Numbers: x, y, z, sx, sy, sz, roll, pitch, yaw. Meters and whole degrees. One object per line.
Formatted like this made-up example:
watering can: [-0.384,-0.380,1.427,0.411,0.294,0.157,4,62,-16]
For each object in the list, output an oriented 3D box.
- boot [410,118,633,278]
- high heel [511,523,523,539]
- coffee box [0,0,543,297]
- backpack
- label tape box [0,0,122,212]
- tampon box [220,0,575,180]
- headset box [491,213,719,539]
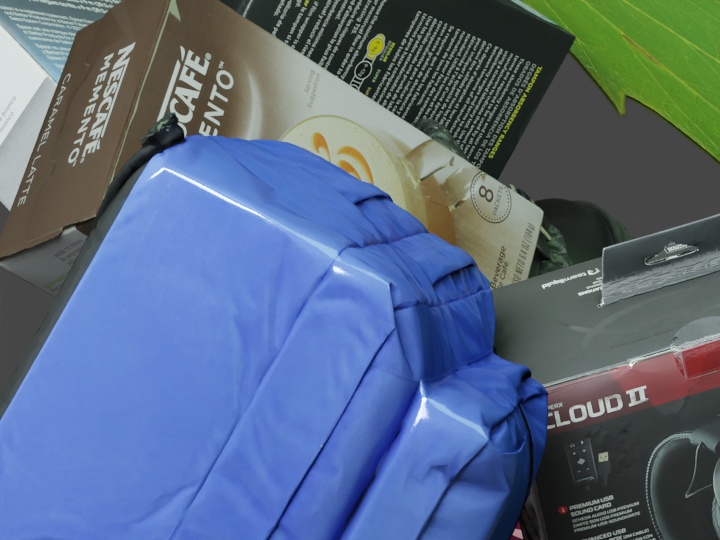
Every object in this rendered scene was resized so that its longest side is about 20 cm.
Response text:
boot: [0.063,-0.016,1.212,0.158,0.079,0.211,35,13,-17]
high heel: [0.144,0.123,1.046,0.200,0.096,0.067,26,21,-29]
coffee box: [-0.033,-0.014,0.984,0.200,0.080,0.115,30,61,-29]
backpack: [-0.027,0.053,0.816,0.168,0.163,0.200,36,9,3]
label tape box: [-0.139,-0.091,1.103,0.200,0.063,0.144,46,21,25]
tampon box: [-0.021,-0.127,1.271,0.200,0.126,0.150,20,14,-40]
headset box: [0.132,0.071,0.923,0.077,0.148,0.200,-113,-173,-59]
